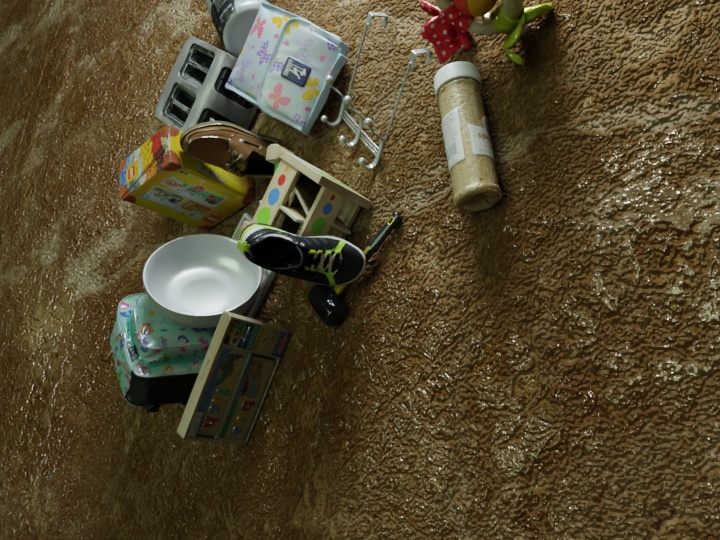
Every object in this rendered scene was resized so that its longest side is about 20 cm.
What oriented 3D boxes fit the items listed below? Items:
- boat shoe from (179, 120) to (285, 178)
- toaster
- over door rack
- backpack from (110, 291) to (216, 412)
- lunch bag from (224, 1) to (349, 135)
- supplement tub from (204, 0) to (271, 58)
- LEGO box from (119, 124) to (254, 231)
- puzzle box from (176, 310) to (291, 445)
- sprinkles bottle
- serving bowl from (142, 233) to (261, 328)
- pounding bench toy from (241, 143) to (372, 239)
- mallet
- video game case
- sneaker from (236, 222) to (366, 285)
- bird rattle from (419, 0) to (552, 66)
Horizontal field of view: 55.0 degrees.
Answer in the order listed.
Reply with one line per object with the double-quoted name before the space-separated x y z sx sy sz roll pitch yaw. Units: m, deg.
"boat shoe" -0.208 -0.201 1.183 0.073 0.195 0.069 -61 41 39
"toaster" -0.294 -0.341 1.356 0.199 0.117 0.184 35 99 42
"over door rack" 0.011 -0.286 1.080 0.149 0.065 0.203 52 125 38
"backpack" -0.341 0.121 1.203 0.201 0.173 0.154 51 129 42
"lunch bag" -0.123 -0.351 1.207 0.199 0.126 0.173 36 102 35
"supplement tub" -0.240 -0.523 1.364 0.122 0.121 0.203 -40 53 23
"LEGO box" -0.313 -0.161 1.261 0.147 0.198 0.079 -25 61 31
"puzzle box" -0.198 0.175 1.099 0.025 0.131 0.205 24 93 43
"sprinkles bottle" 0.146 -0.185 0.954 0.067 0.067 0.206 -21 64 34
"serving bowl" -0.265 0.027 1.167 0.201 0.195 0.067 53 146 37
"pounding bench toy" -0.111 -0.096 1.113 0.199 0.123 0.159 37 101 42
"mallet" 0.000 0.000 1.048 0.200 0.041 0.067 -45 53 16
"video game case" -0.215 0.017 1.241 0.142 0.018 0.204 37 102 41
"sneaker" -0.081 -0.012 0.976 0.083 0.194 0.074 -131 53 -68
"bird rattle" 0.161 -0.369 0.949 0.197 0.164 0.114 27 75 33
